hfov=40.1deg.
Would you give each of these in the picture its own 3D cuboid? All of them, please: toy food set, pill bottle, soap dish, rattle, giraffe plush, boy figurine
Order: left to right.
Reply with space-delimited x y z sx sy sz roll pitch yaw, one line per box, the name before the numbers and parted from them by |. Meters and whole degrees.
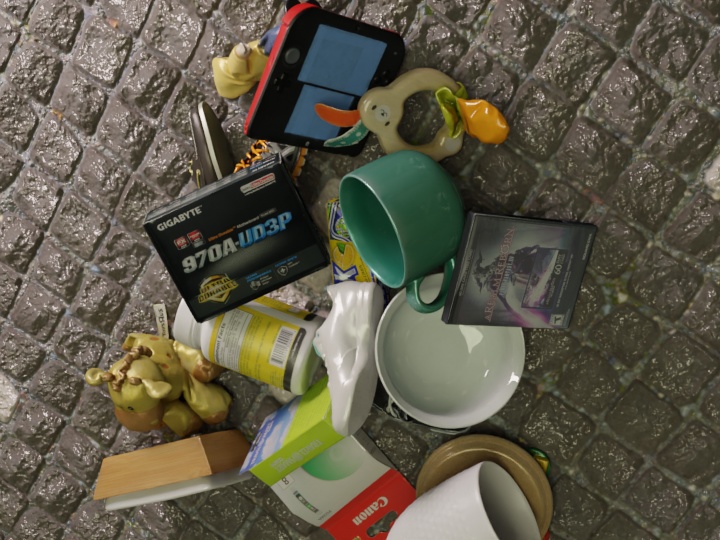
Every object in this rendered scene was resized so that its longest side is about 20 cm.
giraffe plush | -0.297 0.164 1.419 0.171 0.162 0.201 -22 96 20
soap dish | -0.270 0.290 1.452 0.198 0.157 0.082 -16 81 19
pill bottle | -0.153 0.089 1.386 0.198 0.114 0.115 20 107 12
boy figurine | -0.123 -0.285 1.297 0.199 0.124 0.065 -20 88 47
rattle | 0.058 -0.173 1.217 0.198 0.143 0.131 0 130 -24
toy food set | 0.174 0.322 1.377 0.196 0.049 0.202 15 105 10

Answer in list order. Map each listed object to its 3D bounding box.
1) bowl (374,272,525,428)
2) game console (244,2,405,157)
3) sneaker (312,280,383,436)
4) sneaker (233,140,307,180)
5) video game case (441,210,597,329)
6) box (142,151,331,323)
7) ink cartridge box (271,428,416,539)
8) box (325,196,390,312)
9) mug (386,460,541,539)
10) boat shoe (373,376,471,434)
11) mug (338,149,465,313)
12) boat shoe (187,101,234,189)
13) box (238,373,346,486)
bowl | 0.110 0.105 1.307 0.199 0.090 0.203 1 86 -9
game console | -0.040 -0.235 1.246 0.031 0.199 0.178 38 113 40
sneaker | -0.025 0.113 1.285 0.088 0.075 0.202 3 75 20
sneaker | -0.129 -0.135 1.325 0.078 0.077 0.202 22 98 56
video game case | 0.202 0.003 1.243 0.198 0.019 0.144 3 108 -31
box | -0.159 -0.041 1.291 0.199 0.046 0.160 -23 113 4
ink cartridge box | -0.024 0.321 1.439 0.161 0.050 0.200 -42 87 21
box | 0.000 0.000 1.344 0.064 0.070 0.202 -2 102 17
mug | 0.142 0.369 1.307 0.175 0.148 0.200 -33 124 24
boat shoe | 0.064 0.179 1.367 0.198 0.068 0.072 19 107 12
mug | 0.062 -0.058 1.234 0.114 0.152 0.186 -28 128 -20
boat shoe | -0.207 -0.131 1.373 0.060 0.072 0.203 -14 101 15
box | -0.079 0.216 1.368 0.048 0.122 0.200 41 128 -14
